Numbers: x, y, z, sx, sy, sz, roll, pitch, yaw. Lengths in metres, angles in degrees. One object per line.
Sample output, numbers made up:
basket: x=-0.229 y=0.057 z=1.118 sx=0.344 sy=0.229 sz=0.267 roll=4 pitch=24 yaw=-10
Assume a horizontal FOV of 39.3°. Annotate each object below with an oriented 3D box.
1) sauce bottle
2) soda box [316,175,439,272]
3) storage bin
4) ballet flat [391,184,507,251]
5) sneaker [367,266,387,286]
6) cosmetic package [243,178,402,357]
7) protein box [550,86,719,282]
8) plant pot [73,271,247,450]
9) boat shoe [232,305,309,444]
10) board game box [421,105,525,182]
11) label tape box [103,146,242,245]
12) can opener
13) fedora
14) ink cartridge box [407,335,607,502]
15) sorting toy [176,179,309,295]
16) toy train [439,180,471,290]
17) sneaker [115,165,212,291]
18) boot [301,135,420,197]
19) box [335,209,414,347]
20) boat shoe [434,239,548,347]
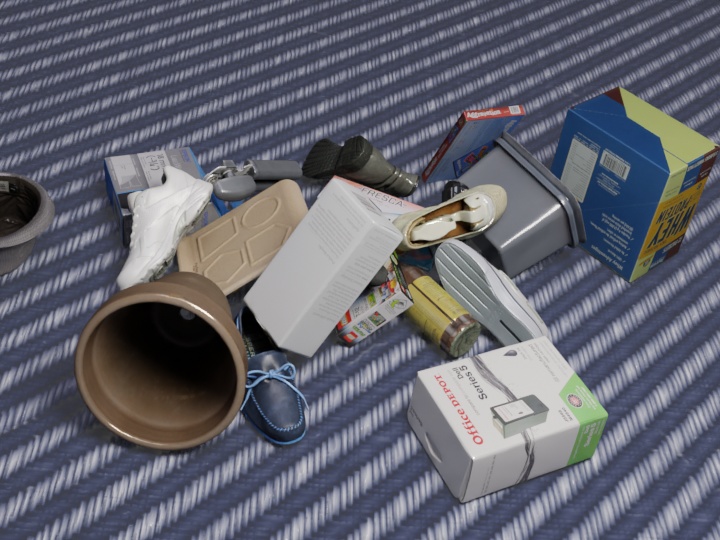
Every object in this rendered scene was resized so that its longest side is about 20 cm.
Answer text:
sauce bottle: x=0.083 y=0.037 z=1.402 sx=0.064 sy=0.065 sz=0.200 roll=-21 pitch=49 yaw=-31
soda box: x=0.031 y=-0.072 z=1.519 sx=0.197 sy=0.064 sz=0.069 roll=20 pitch=41 yaw=14
storage bin: x=0.227 y=-0.086 z=1.533 sx=0.133 sy=0.146 sz=0.201 roll=-33 pitch=51 yaw=-5
ballet flat: x=0.134 y=-0.068 z=1.413 sx=0.197 sy=0.069 sz=0.062 roll=-22 pitch=14 yaw=-19
sneaker: x=-0.041 y=0.014 z=1.359 sx=0.075 sy=0.092 sz=0.198 roll=27 pitch=-15 yaw=-39
cosmetic package: x=-0.048 y=-0.002 z=1.269 sx=0.074 sy=0.201 sz=0.102 roll=22 pitch=20 yaw=-49
protein box: x=0.407 y=-0.135 z=1.556 sx=0.134 sy=0.202 sz=0.198 roll=-25 pitch=50 yaw=-34
plant pot: x=-0.222 y=0.085 z=1.215 sx=0.196 sy=0.204 sz=0.175 roll=9 pitch=23 yaw=0
boat shoe: x=-0.126 y=0.127 z=1.255 sx=0.083 sy=0.069 sz=0.201 roll=-15 pitch=46 yaw=-26
board game box: x=0.175 y=-0.198 z=1.597 sx=0.101 sy=0.200 sz=0.020 roll=-8 pitch=70 yaw=-20
label tape box: x=-0.273 y=-0.118 z=1.514 sx=0.197 sy=0.064 sz=0.145 roll=-10 pitch=45 yaw=-21
can opener: x=-0.157 y=-0.129 z=1.518 sx=0.198 sy=0.053 sz=0.067 roll=-7 pitch=59 yaw=-52
fedora: x=-0.509 y=-0.052 z=1.373 sx=0.173 sy=0.092 sz=0.201 roll=12 pitch=34 yaw=1
ink cartridge box: x=0.178 y=0.179 z=1.241 sx=0.197 sy=0.085 sz=0.146 roll=-13 pitch=45 yaw=-24
sorting toy: x=-0.159 y=-0.035 z=1.403 sx=0.197 sy=0.037 sz=0.186 roll=-26 pitch=35 yaw=2
toy train: x=0.136 y=-0.037 z=1.459 sx=0.045 sy=0.034 sz=0.204 roll=17 pitch=64 yaw=-35
sneaker: x=-0.290 y=-0.058 z=1.393 sx=0.098 sy=0.078 sz=0.202 roll=31 pitch=63 yaw=-3
boot: x=-0.002 y=-0.149 z=1.593 sx=0.130 sy=0.069 sz=0.199 roll=32 pitch=-14 yaw=-30
box: x=0.000 y=0.000 z=1.404 sx=0.109 sy=0.035 sz=0.202 roll=-35 pitch=41 yaw=15
boat shoe: x=0.182 y=0.037 z=1.402 sx=0.201 sy=0.073 sz=0.067 roll=52 pitch=33 yaw=6
